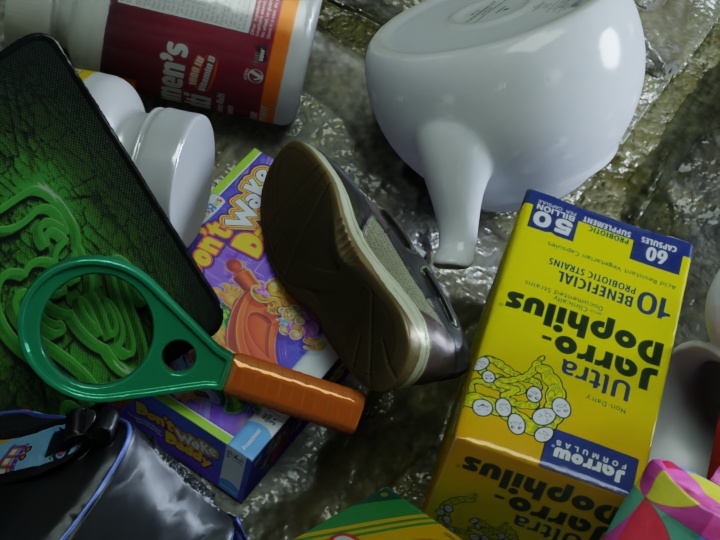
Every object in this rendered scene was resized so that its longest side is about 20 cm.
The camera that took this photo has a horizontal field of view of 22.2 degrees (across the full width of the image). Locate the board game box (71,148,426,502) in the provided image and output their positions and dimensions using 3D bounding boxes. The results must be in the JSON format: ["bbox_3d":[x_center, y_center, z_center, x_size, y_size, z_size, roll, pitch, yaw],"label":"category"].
[{"bbox_3d":[-0.068,0.028,1.114,0.134,0.045,0.200,31,51,12],"label":"board game box"}]

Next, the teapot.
[{"bbox_3d":[0.105,-0.107,1.211,0.199,0.147,0.197,-21,22,-6],"label":"teapot"}]

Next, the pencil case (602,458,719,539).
[{"bbox_3d":[0.139,0.193,0.941,0.088,0.088,0.201,33,95,14],"label":"pencil case"}]

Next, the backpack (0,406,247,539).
[{"bbox_3d":[-0.169,0.161,0.903,0.135,0.200,0.183,43,67,-27],"label":"backpack"}]

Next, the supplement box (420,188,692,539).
[{"bbox_3d":[0.116,0.069,1.082,0.108,0.110,0.201,18,49,2],"label":"supplement box"}]

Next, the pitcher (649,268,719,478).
[{"bbox_3d":[0.266,0.046,1.091,0.199,0.173,0.121,-17,38,-35],"label":"pitcher"}]

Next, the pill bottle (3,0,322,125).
[{"bbox_3d":[-0.129,-0.171,1.223,0.199,0.110,0.110,13,49,-3],"label":"pill bottle"}]

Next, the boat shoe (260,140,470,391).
[{"bbox_3d":[0.000,0.000,1.086,0.065,0.073,0.200,12,35,-38],"label":"boat shoe"}]

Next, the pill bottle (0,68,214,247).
[{"bbox_3d":[-0.193,-0.068,1.097,0.199,0.112,0.112,11,48,11],"label":"pill bottle"}]

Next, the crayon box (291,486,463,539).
[{"bbox_3d":[-0.018,0.199,0.948,0.199,0.051,0.127,-26,39,-33],"label":"crayon box"}]

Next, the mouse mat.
[{"bbox_3d":[-0.191,-0.013,1.036,0.160,0.008,0.201,-32,92,3],"label":"mouse mat"}]

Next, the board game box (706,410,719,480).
[{"bbox_3d":[0.257,0.168,0.999,0.152,0.040,0.201,11,91,-5],"label":"board game box"}]

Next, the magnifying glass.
[{"bbox_3d":[-0.094,0.050,1.025,0.199,0.080,0.022,19,5,-7],"label":"magnifying glass"}]
